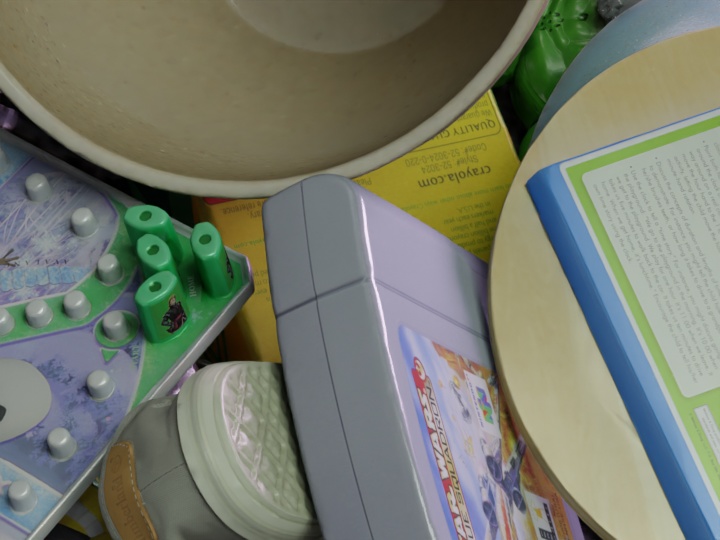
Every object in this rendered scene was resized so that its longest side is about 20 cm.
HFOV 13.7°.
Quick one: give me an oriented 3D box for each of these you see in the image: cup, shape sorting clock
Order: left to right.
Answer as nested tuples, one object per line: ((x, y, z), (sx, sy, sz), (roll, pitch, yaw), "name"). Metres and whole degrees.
((-0.020, -0.123, 0.945), (0.200, 0.143, 0.201), (0, 92, 12), "cup")
((0.137, 0.015, 0.917), (0.200, 0.039, 0.200), (2, 67, -4), "shape sorting clock")

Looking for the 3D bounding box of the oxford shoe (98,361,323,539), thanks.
((-0.017, 0.064, 0.894), (0.200, 0.058, 0.075), (14, 52, -64), "oxford shoe")

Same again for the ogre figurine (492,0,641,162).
((0.089, -0.090, 1.069), (0.098, 0.120, 0.200), (-11, 72, -25), "ogre figurine")

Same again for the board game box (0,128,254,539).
((-0.167, 0.025, 0.887), (0.200, 0.026, 0.200), (27, 64, 28), "board game box")

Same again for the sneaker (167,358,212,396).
((-0.098, 0.021, 0.982), (0.200, 0.077, 0.082), (58, 31, 10), "sneaker")

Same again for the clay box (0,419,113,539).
((-0.053, 0.144, 0.912), (0.200, 0.048, 0.115), (37, 102, -4), "clay box")

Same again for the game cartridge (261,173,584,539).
((0.028, 0.074, 0.866), (0.041, 0.133, 0.200), (-21, 70, 15), "game cartridge")

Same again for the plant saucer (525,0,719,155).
((0.142, -0.001, 0.981), (0.200, 0.027, 0.200), (4, 81, -27), "plant saucer")

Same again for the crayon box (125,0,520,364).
((0.000, 0.000, 1.031), (0.127, 0.051, 0.200), (-12, 73, -27), "crayon box")
